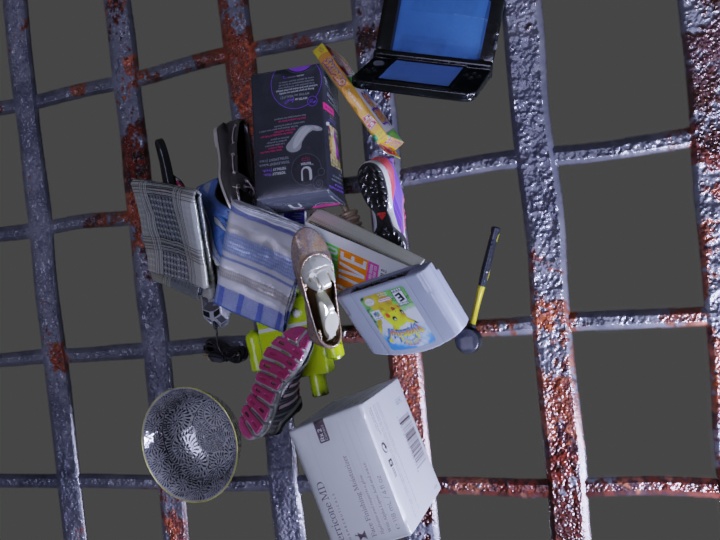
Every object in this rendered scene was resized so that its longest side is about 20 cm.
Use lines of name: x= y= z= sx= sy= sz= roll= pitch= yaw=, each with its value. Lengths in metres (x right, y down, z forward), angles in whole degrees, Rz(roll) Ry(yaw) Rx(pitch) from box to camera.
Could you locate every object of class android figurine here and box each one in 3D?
android figurine: x=-0.115 y=0.121 z=1.259 sx=0.179 sy=0.041 sz=0.204 roll=-10 pitch=92 yaw=21

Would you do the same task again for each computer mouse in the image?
computer mouse: x=-0.248 y=0.063 z=1.296 sx=0.109 sy=0.043 sz=0.204 roll=-5 pitch=91 yaw=46

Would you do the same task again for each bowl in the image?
bowl: x=-0.283 y=0.299 z=1.303 sx=0.197 sy=0.094 sz=0.205 roll=2 pitch=95 yaw=20

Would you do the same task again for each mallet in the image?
mallet: x=0.185 y=0.032 z=1.126 sx=0.040 sy=0.066 sz=0.204 roll=14 pitch=98 yaw=15

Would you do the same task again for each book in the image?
book: x=0.000 y=0.000 z=1.183 sx=0.197 sy=0.048 sz=0.135 roll=25 pitch=132 yaw=18

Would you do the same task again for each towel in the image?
towel: x=-0.166 y=-0.005 z=1.197 sx=0.145 sy=0.024 sz=0.203 roll=22 pitch=117 yaw=9
towel: x=-0.329 y=-0.053 z=1.269 sx=0.190 sy=0.034 sz=0.204 roll=14 pitch=119 yaw=38

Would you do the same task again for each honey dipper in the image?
honey dipper: x=-0.043 y=-0.145 z=1.215 sx=0.038 sy=0.038 sz=0.203 roll=-24 pitch=84 yaw=20

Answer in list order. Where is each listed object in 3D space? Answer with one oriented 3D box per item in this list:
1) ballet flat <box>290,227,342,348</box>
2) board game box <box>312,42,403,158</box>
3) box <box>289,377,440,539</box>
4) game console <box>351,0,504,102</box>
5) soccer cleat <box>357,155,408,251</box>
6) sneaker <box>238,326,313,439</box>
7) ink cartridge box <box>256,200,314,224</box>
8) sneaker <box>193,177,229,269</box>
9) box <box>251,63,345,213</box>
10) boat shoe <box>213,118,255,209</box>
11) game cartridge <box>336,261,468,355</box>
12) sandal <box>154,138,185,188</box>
ballet flat: x=-0.060 y=0.032 z=1.142 sx=0.067 sy=0.067 sz=0.203 roll=-20 pitch=114 yaw=-18
board game box: x=0.003 y=-0.267 z=1.158 sx=0.030 sy=0.095 sz=0.202 roll=-34 pitch=82 yaw=17
box: x=0.013 y=0.298 z=1.136 sx=0.129 sy=0.200 sz=0.202 roll=-24 pitch=86 yaw=19
game console: x=0.102 y=-0.350 z=1.109 sx=0.196 sy=0.176 sz=0.118 roll=12 pitch=126 yaw=19
soccer cleat: x=0.050 y=-0.085 z=1.173 sx=0.067 sy=0.073 sz=0.204 roll=-2 pitch=111 yaw=35
sneaker: x=-0.129 y=0.191 z=1.218 sx=0.073 sy=0.087 sz=0.203 roll=21 pitch=83 yaw=32
ink cartridge box: x=-0.129 y=-0.124 z=1.247 sx=0.098 sy=0.039 sz=0.204 roll=3 pitch=93 yaw=19
sneaker: x=-0.224 y=-0.072 z=1.266 sx=0.088 sy=0.078 sz=0.202 roll=-32 pitch=82 yaw=22
box: x=-0.098 y=-0.204 z=1.153 sx=0.120 sy=0.106 sz=0.204 roll=-6 pitch=80 yaw=13
boat shoe: x=-0.205 y=-0.173 z=1.235 sx=0.056 sy=0.067 sz=0.203 roll=-23 pitch=64 yaw=14
game cartridge: x=0.065 y=0.067 z=1.136 sx=0.198 sy=0.041 sz=0.134 roll=-19 pitch=115 yaw=43
sandal: x=-0.324 y=-0.137 z=1.304 sx=0.044 sy=0.075 sz=0.204 roll=-14 pitch=100 yaw=-22
